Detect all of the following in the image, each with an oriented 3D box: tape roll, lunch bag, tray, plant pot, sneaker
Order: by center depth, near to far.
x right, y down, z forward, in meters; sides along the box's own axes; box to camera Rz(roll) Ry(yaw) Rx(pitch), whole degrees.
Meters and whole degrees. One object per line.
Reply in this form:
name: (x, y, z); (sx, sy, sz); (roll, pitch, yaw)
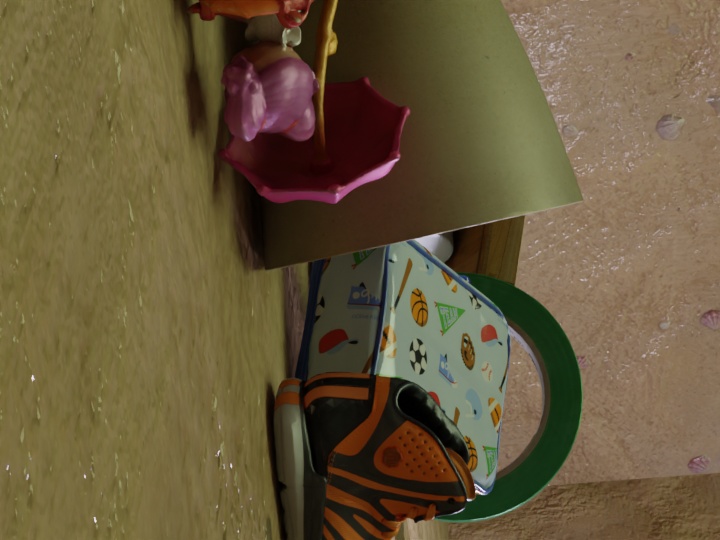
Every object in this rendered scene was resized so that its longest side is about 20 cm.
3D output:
plant pot: (0.014, -0.116, 0.925); (0.187, 0.187, 0.201); (-26, 103, -85)
sneaker: (0.014, 0.155, 0.950); (0.078, 0.112, 0.201); (-84, 169, -67)
lunch bag: (0.035, 0.064, 1.107); (0.200, 0.075, 0.161); (38, 51, -51)
tape roll: (0.079, 0.103, 1.312); (0.048, 0.200, 0.201); (66, 20, -79)
tray: (0.095, -0.010, 1.458); (0.200, 0.037, 0.099); (136, -34, -70)

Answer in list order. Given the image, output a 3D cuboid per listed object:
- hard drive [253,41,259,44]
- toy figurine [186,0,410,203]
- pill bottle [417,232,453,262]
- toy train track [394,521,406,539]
hard drive: (0.002, -0.123, 1.068); (0.200, 0.025, 0.132); (-27, 115, -54)
toy figurine: (-0.028, -0.124, 0.776); (0.200, 0.150, 0.185); (-5, 100, -64)
pill bottle: (0.030, -0.105, 1.472); (0.114, 0.114, 0.201); (77, 9, -63)
toy train track: (0.023, 0.245, 1.183); (0.115, 0.032, 0.201); (-88, 174, -64)
